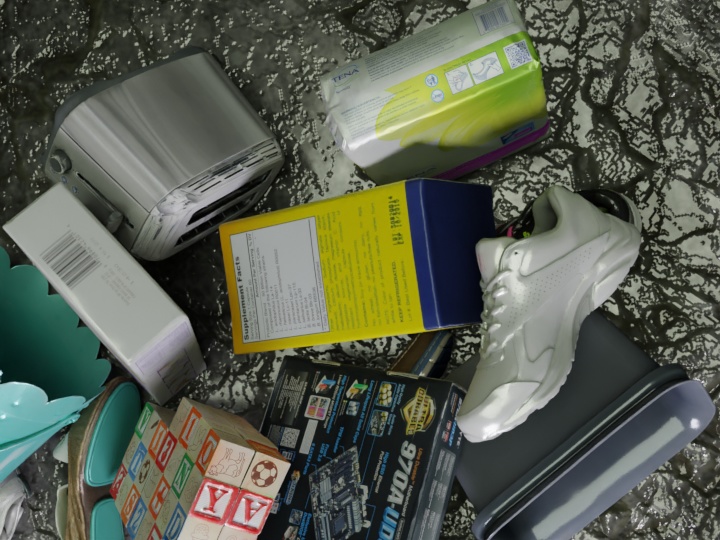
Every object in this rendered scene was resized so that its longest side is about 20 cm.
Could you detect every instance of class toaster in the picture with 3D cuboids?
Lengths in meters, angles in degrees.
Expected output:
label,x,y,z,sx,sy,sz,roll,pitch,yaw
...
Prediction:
label,x,y,z,sx,sy,sz,roll,pitch,yaw
toaster,-0.156,-0.099,0.808,0.129,0.200,0.114,49,136,5

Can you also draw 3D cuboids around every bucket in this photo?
label,x,y,z,sx,sy,sz,roll,pitch,yaw
bucket,-0.335,0.080,0.816,0.207,0.207,0.135,44,100,9

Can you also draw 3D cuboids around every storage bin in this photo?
label,x,y,z,sx,sy,sz,roll,pitch,yaw
storage bin,0.154,0.116,0.757,0.200,0.146,0.134,-41,54,8

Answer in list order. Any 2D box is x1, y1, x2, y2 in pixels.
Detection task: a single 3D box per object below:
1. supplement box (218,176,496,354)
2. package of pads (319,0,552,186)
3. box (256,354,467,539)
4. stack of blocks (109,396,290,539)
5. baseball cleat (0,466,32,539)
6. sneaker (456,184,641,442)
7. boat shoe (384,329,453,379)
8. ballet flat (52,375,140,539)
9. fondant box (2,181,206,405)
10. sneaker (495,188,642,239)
label,x,y,z,sx,sy,sz,roll,pitch,yaw
supplement box,0.000,0.000,0.759,0.200,0.109,0.109,-9,86,35
package of pads,0.062,-0.124,0.739,0.154,0.200,0.068,-22,78,10
box,-0.015,0.171,0.725,0.159,0.046,0.200,5,69,33
stack of blocks,-0.136,0.165,0.763,0.059,0.200,0.115,25,87,-25
baseball cleat,-0.396,0.241,0.884,0.200,0.070,0.107,-35,82,9
sneaker,0.111,0.026,0.684,0.099,0.078,0.200,36,72,-7
boat shoe,-0.001,0.119,0.809,0.072,0.072,0.200,38,91,18
ballet flat,-0.245,0.193,0.866,0.072,0.068,0.200,4,93,31
fondant box,-0.200,0.028,0.784,0.058,0.200,0.144,-42,81,-14
sneaker,0.132,-0.016,0.775,0.200,0.087,0.074,-23,76,8
